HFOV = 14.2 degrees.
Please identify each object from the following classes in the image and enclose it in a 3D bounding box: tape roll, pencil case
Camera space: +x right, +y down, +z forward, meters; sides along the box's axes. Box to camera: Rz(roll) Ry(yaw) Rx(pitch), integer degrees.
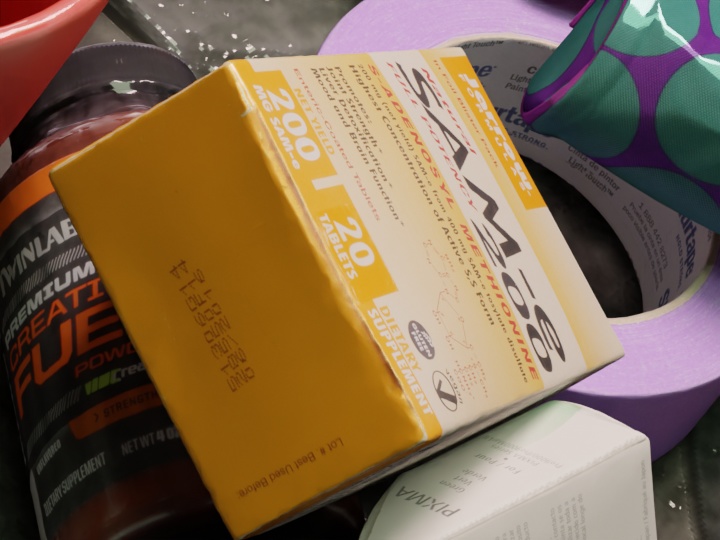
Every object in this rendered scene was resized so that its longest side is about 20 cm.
[{"bbox_3d":[0.061,-0.018,1.102,0.200,0.066,0.200,13,49,-16],"label":"tape roll"},{"bbox_3d":[0.165,-0.045,1.072,0.200,0.085,0.092,29,36,-3],"label":"pencil case"}]

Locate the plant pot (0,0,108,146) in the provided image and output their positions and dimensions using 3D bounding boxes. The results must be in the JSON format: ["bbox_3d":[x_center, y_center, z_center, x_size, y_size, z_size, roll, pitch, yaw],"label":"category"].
[{"bbox_3d":[-0.188,-0.093,0.961,0.200,0.177,0.201,14,50,-17],"label":"plant pot"}]

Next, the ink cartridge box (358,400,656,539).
[{"bbox_3d":[0.015,0.149,0.889,0.200,0.161,0.050,-22,26,-36],"label":"ink cartridge box"}]

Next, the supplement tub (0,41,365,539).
[{"bbox_3d":[-0.070,0.020,0.978,0.107,0.107,0.200,1,53,-26],"label":"supplement tub"}]

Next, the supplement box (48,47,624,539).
[{"bbox_3d":[0.000,0.000,0.912,0.126,0.074,0.200,62,21,5],"label":"supplement box"}]
